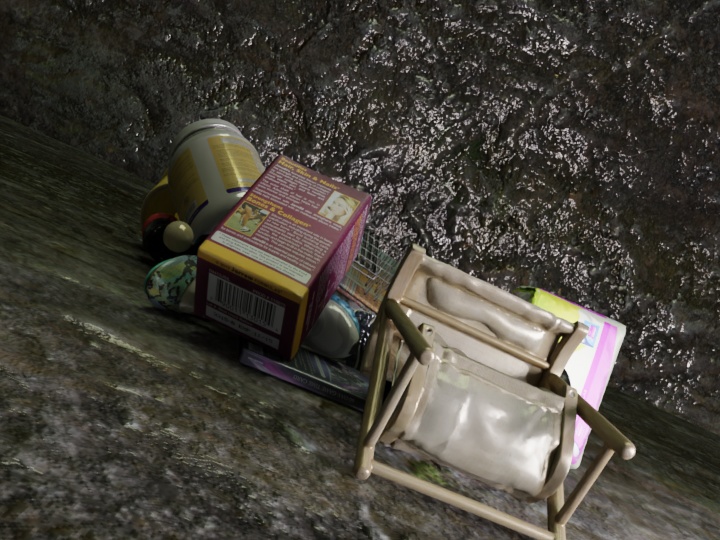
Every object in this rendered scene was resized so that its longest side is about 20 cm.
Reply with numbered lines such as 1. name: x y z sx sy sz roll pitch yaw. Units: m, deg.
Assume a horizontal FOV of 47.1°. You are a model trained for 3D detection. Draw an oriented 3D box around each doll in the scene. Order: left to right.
1. doll: -0.194 -0.003 1.114 0.134 0.049 0.200 -18 -35 25

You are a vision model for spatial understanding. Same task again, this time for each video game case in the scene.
1. video game case: -0.047 0.117 0.949 0.196 0.019 0.143 25 3 -10

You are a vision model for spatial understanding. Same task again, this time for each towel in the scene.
1. towel: 0.000 0.000 1.234 0.145 0.022 0.201 36 23 -7

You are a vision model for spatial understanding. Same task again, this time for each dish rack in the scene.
1. dish rack: 0.052 0.015 1.191 0.198 0.055 0.154 34 21 -10

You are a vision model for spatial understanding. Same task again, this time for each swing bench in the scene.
1. swing bench: 0.107 0.105 0.729 0.195 0.132 0.201 24 24 -9

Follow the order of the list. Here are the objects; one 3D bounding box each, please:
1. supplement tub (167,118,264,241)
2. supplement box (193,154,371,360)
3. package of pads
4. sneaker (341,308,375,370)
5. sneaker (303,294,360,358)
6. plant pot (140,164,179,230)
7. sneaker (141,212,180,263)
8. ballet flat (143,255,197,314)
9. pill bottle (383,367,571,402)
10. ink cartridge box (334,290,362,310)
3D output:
1. supplement tub: -0.200 -0.110 1.199 0.144 0.146 0.202 20 32 -42
2. supplement box: -0.086 -0.021 0.940 0.129 0.105 0.201 24 44 10
3. package of pads: 0.237 0.136 1.062 0.152 0.204 0.068 21 -3 -15
4. sneaker: 0.024 0.114 1.147 0.198 0.079 0.086 33 -7 -26
5. sneaker: -0.090 0.045 1.003 0.198 0.076 0.086 33 17 17
6. plant pot: -0.273 -0.099 1.402 0.197 0.205 0.189 23 18 6
7. sneaker: -0.245 -0.018 1.248 0.197 0.072 0.098 27 10 -7
8. ballet flat: -0.187 0.025 0.995 0.073 0.076 0.200 24 5 14
9. pill bottle: 0.115 0.125 0.868 0.195 0.115 0.112 11 6 -13
10. ink cartridge box: -0.001 0.066 1.287 0.197 0.111 0.050 21 3 -38
